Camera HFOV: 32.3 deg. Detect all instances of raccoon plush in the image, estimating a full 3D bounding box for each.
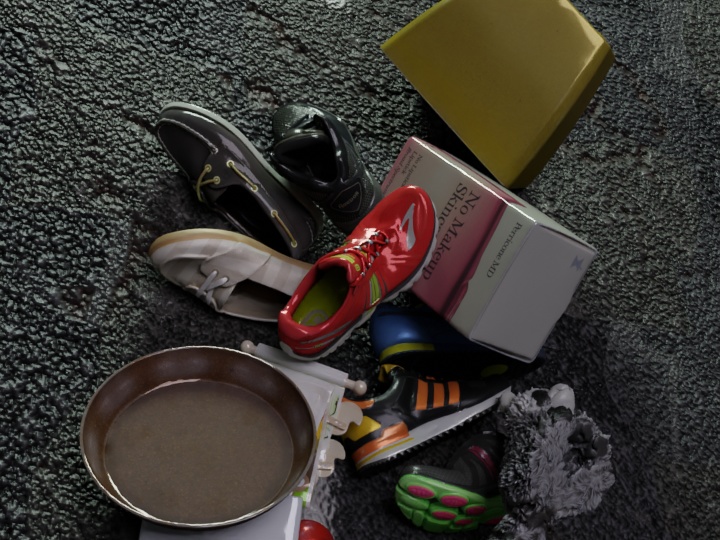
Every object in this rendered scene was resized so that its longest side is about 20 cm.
[{"bbox_3d":[0.135,0.182,1.126,0.199,0.134,0.097,-38,106,-16],"label":"raccoon plush"}]

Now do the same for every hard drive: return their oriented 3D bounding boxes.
[{"bbox_3d":[-0.123,0.275,0.997,0.130,0.027,0.203,7,62,-1],"label":"hard drive"}]

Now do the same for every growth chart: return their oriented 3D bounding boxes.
[{"bbox_3d":[-0.086,0.151,1.103,0.143,0.018,0.201,26,55,8],"label":"growth chart"}]

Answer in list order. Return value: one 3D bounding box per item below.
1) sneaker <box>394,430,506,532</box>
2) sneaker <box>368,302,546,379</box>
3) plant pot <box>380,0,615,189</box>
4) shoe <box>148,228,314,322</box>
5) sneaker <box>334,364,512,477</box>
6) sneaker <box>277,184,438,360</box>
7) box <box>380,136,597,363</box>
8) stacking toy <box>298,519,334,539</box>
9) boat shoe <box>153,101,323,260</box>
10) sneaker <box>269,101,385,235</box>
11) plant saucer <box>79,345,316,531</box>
[{"bbox_3d":[0.108,0.197,1.184,0.198,0.077,0.085,5,52,-38],"label":"sneaker"},{"bbox_3d":[0.100,0.065,1.261,0.197,0.066,0.079,6,54,-25],"label":"sneaker"},{"bbox_3d":[0.166,-0.225,1.351,0.200,0.176,0.200,48,13,7],"label":"plant pot"},{"bbox_3d":[-0.105,0.011,1.178,0.197,0.070,0.054,15,46,-23],"label":"shoe"},{"bbox_3d":[0.061,0.122,1.199,0.198,0.070,0.091,-21,75,-34],"label":"sneaker"},{"bbox_3d":[0.000,0.000,1.134,0.077,0.085,0.201,37,80,16],"label":"sneaker"},{"bbox_3d":[0.107,-0.023,1.209,0.108,0.129,0.200,21,13,-44],"label":"box"},{"bbox_3d":[0.013,0.284,1.070,0.199,0.086,0.086,33,50,-1],"label":"stacking toy"},{"bbox_3d":[-0.127,-0.086,1.226,0.200,0.072,0.061,38,46,-5],"label":"boat shoe"},{"bbox_3d":[-0.051,-0.129,1.241,0.114,0.076,0.200,49,7,-45],"label":"sneaker"},{"bbox_3d":[-0.136,0.145,1.047,0.197,0.035,0.202,5,40,-4],"label":"plant saucer"}]
